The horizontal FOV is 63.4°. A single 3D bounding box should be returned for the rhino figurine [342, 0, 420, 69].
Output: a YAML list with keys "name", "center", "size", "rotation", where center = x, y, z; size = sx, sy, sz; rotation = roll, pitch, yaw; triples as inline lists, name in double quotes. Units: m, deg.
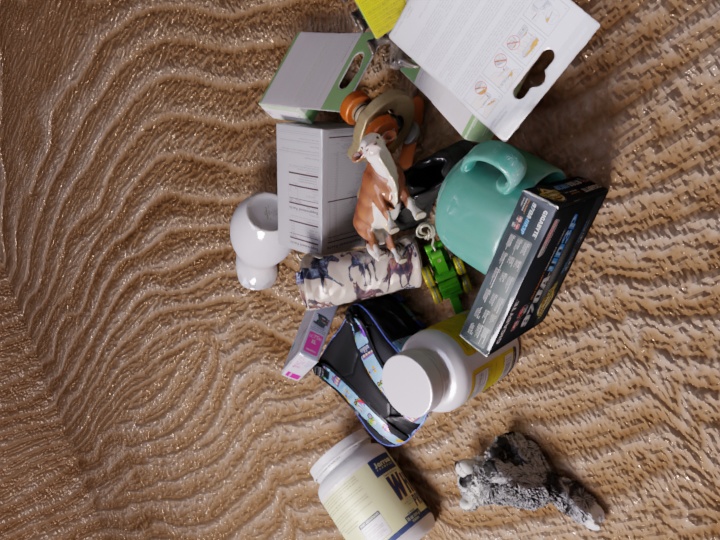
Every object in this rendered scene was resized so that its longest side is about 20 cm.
- name: "rhino figurine"
  center: [0.042, -0.342, 0.799]
  size: [0.087, 0.060, 0.201]
  rotation: [-28, 57, 7]

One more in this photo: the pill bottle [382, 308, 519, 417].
- name: "pill bottle"
  center: [0.123, 0.125, 0.794]
  size: [0.111, 0.199, 0.113]
  rotation: [13, 109, 40]

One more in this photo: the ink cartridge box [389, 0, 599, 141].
- name: "ink cartridge box"
  center: [0.149, -0.277, 0.667]
  size: [0.200, 0.050, 0.163]
  rotation: [44, 129, 9]

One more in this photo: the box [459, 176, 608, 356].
- name: "box"
  center: [0.210, -0.009, 0.704]
  size: [0.046, 0.158, 0.202]
  rotation: [35, 122, 30]

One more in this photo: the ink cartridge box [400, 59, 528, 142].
- name: "ink cartridge box"
  center: [0.138, -0.284, 0.770]
  size: [0.146, 0.047, 0.201]
  rotation: [-64, 38, 33]

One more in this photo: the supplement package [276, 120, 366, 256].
- name: "supplement package"
  center: [-0.063, -0.138, 0.962]
  size: [0.109, 0.113, 0.202]
  rotation: [17, 113, 39]

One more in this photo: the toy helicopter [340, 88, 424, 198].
- name: "toy helicopter"
  center: [0.036, -0.178, 0.866]
  size: [0.079, 0.131, 0.201]
  rotation: [48, 147, 27]

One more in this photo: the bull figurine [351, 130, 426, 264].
- name: "bull figurine"
  center: [0.031, -0.093, 0.793]
  size: [0.201, 0.064, 0.122]
  rotation: [99, 150, -62]

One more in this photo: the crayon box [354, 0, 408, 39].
- name: "crayon box"
  center: [0.030, -0.377, 0.669]
  size: [0.126, 0.200, 0.051]
  rotation: [-26, 65, 12]

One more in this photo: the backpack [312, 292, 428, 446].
- name: "backpack"
  center: [0.046, 0.160, 0.922]
  size: [0.200, 0.134, 0.183]
  rotation: [49, 129, 23]

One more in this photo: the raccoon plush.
- name: "raccoon plush"
  center: [0.224, 0.331, 0.835]
  size: [0.200, 0.096, 0.135]
  rotation: [42, 134, 28]

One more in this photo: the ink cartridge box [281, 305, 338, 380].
- name: "ink cartridge box"
  center: [-0.072, 0.079, 1.000]
  size: [0.042, 0.202, 0.119]
  rotation: [24, 149, -11]

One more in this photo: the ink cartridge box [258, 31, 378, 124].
- name: "ink cartridge box"
  center: [-0.054, -0.299, 0.905]
  size: [0.199, 0.048, 0.147]
  rotation: [20, 78, 38]

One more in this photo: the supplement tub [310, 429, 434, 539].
- name: "supplement tub"
  center: [0.017, 0.395, 1.007]
  size: [0.200, 0.144, 0.145]
  rotation: [51, 130, 21]

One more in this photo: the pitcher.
- name: "pitcher"
  center: [-0.190, -0.080, 1.093]
  size: [0.200, 0.120, 0.173]
  rotation: [122, 136, -60]

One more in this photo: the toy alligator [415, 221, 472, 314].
- name: "toy alligator"
  center: [0.113, -0.013, 0.828]
  size: [0.059, 0.201, 0.055]
  rotation: [-22, 44, 9]

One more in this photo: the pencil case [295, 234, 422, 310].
- name: "pencil case"
  center: [0.000, 0.000, 0.897]
  size: [0.198, 0.078, 0.090]
  rotation: [-12, 108, 0]

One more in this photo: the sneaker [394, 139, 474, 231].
- name: "sneaker"
  center: [0.080, -0.119, 0.848]
  size: [0.200, 0.090, 0.076]
  rotation: [-42, 74, 43]

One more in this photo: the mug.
- name: "mug"
  center: [0.167, -0.093, 0.721]
  size: [0.114, 0.151, 0.187]
  rotation: [36, 135, 30]
